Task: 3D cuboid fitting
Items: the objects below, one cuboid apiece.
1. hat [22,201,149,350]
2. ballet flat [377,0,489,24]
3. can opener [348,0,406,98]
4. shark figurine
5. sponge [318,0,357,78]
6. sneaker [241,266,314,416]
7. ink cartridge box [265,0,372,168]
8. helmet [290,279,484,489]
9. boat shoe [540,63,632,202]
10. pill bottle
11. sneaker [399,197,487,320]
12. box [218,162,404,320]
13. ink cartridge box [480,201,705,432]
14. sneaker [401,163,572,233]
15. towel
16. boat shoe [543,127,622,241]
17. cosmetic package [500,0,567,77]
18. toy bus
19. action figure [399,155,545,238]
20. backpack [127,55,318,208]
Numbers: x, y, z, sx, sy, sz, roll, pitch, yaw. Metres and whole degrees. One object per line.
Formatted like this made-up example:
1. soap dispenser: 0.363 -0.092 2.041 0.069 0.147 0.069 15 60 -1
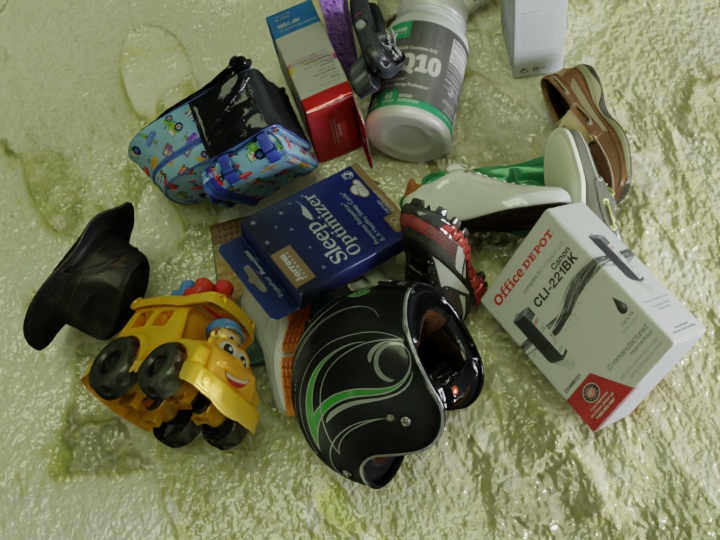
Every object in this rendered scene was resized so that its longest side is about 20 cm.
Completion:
1. hat: -0.297 0.023 1.180 0.080 0.201 0.202 33 72 3
2. ballet flat: 0.121 -0.371 1.379 0.196 0.067 0.064 -7 92 8
3. can opener: 0.009 -0.295 1.250 0.078 0.064 0.202 -24 43 16
4. shark figurine: -0.016 -0.016 1.200 0.089 0.127 0.217 -37 68 36
5. sponge: -0.034 -0.347 1.299 0.029 0.201 0.114 -9 65 5
6. sneaker: -0.095 0.068 1.170 0.091 0.075 0.204 -17 73 43
7. ink cartridge box: -0.051 -0.225 1.291 0.066 0.117 0.202 -21 64 -3
8. helmet: 0.018 0.121 1.075 0.189 0.199 0.203 -27 60 28
9. boat shoe: 0.271 -0.167 1.245 0.072 0.076 0.203 -6 54 -10
10. pill bottle: 0.077 -0.251 1.290 0.111 0.114 0.203 8 66 10
11. sneaker: 0.081 0.004 1.123 0.070 0.201 0.099 24 69 33
12. box: -0.047 -0.035 1.128 0.198 0.033 0.121 -29 62 -25
13. ink cartridge box: 0.247 0.047 1.105 0.083 0.145 0.201 -10 52 -46
14. sneaker: 0.142 -0.091 1.166 0.196 0.073 0.086 -5 68 12
15. towel: -0.105 0.017 1.238 0.144 0.022 0.203 -13 63 1
16. boat shoe: 0.264 -0.067 1.176 0.059 0.072 0.206 -13 91 -21
17. cosmetic package: 0.216 -0.345 1.267 0.073 0.201 0.103 -9 64 2
18. toy bus: -0.182 0.086 1.127 0.198 0.136 0.194 -5 50 42
19. action figure: 0.145 -0.086 1.236 0.196 0.055 0.120 0 67 3
20. backpack: -0.173 -0.145 1.240 0.198 0.182 0.136 -27 81 9
